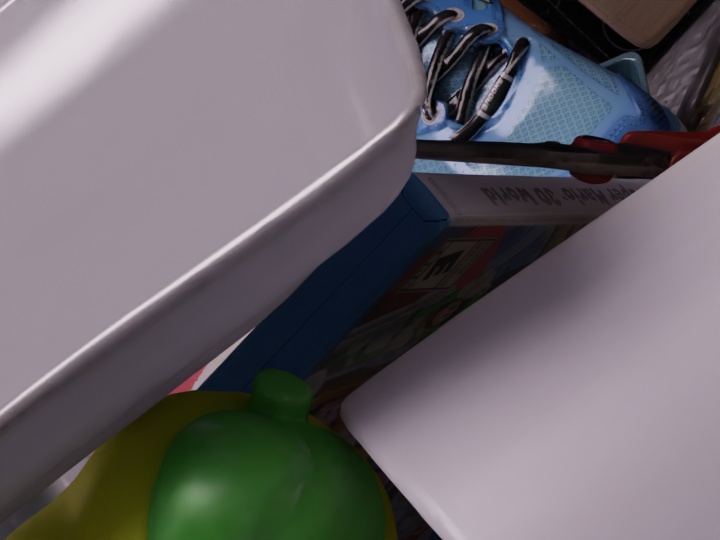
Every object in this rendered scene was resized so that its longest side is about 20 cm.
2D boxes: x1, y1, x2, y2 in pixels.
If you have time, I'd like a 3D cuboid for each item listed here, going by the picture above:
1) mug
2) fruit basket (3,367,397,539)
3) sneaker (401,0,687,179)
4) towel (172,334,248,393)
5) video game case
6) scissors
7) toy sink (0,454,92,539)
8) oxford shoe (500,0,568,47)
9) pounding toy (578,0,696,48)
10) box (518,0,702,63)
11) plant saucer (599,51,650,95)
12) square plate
[{"bbox_3d":[0.094,0.022,0.540,0.153,0.149,0.187,-44,32,0],"label":"mug"},{"bbox_3d":[-0.042,0.122,0.560,0.216,0.156,0.216,-32,-6,-4],"label":"fruit basket"},{"bbox_3d":[0.006,-0.056,0.798,0.200,0.090,0.078,24,69,44],"label":"sneaker"},{"bbox_3d":[-0.079,0.025,0.825,0.200,0.023,0.144,45,108,39],"label":"towel"},{"bbox_3d":[0.014,0.031,0.696,0.143,0.018,0.200,-47,-19,20],"label":"video game case"},{"bbox_3d":[0.059,-0.025,0.637,0.073,0.200,0.014,-140,56,-65],"label":"scissors"},{"bbox_3d":[-0.119,0.098,0.732,0.130,0.112,0.200,49,138,38],"label":"toy sink"},{"bbox_3d":[-0.008,-0.022,0.932,0.200,0.071,0.071,-49,25,12],"label":"oxford shoe"},{"bbox_3d":[0.038,-0.166,0.756,0.200,0.184,0.142,-49,8,7],"label":"pounding toy"},{"bbox_3d":[0.092,-0.188,0.873,0.200,0.132,0.115,-48,23,17],"label":"box"},{"bbox_3d":[0.000,0.000,0.835,0.200,0.019,0.070,-23,48,17],"label":"plant saucer"},{"bbox_3d":[-0.067,-0.008,0.574,0.200,0.028,0.198,-37,25,14],"label":"square plate"}]
